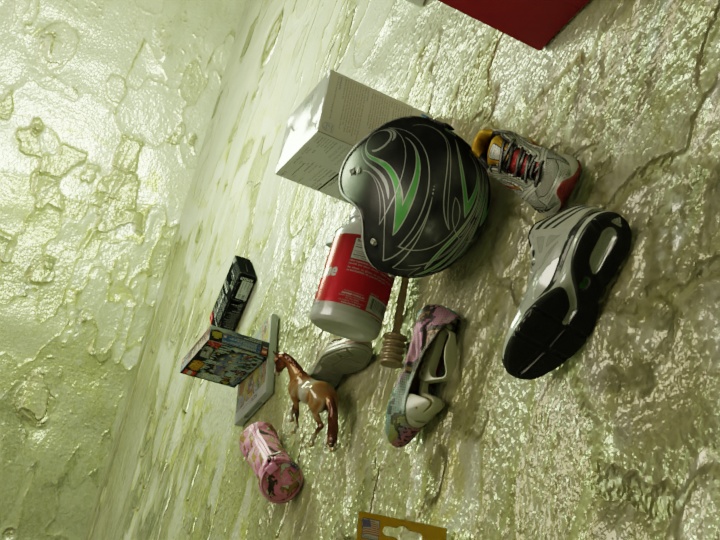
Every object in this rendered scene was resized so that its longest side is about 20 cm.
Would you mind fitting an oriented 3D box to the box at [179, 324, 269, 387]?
[{"bbox_3d":[-0.303,0.194,1.749,0.200,0.137,0.040,-44,33,49],"label":"box"}]

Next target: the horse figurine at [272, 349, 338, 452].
[{"bbox_3d":[-0.084,0.223,1.322,0.200,0.050,0.133,23,112,52],"label":"horse figurine"}]

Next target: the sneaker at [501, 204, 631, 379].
[{"bbox_3d":[0.209,0.018,0.864,0.201,0.076,0.115,-60,15,9],"label":"sneaker"}]

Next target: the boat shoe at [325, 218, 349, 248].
[{"bbox_3d":[0.010,-0.084,1.391,0.200,0.071,0.091,-11,62,57],"label":"boat shoe"}]

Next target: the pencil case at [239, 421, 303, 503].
[{"bbox_3d":[-0.168,0.348,1.451,0.200,0.083,0.087,28,99,68],"label":"pencil case"}]

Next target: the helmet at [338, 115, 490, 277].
[{"bbox_3d":[0.080,-0.093,1.074,0.200,0.200,0.191,-55,48,35],"label":"helmet"}]

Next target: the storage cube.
[{"bbox_3d":[0.213,-0.430,1.030,0.171,0.179,0.201,-42,37,50],"label":"storage cube"}]

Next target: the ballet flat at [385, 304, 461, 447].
[{"bbox_3d":[0.088,0.144,1.049,0.071,0.069,0.201,13,85,48],"label":"ballet flat"}]

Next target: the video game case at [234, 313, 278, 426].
[{"bbox_3d":[-0.235,0.224,1.776,0.182,0.023,0.200,-48,32,44],"label":"video game case"}]

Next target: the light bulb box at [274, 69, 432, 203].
[{"bbox_3d":[-0.014,-0.215,1.364,0.198,0.200,0.125,-28,46,59],"label":"light bulb box"}]

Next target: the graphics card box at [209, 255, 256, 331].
[{"bbox_3d":[-0.341,0.073,2.100,0.200,0.051,0.126,-66,23,16],"label":"graphics card box"}]

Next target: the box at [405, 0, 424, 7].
[{"bbox_3d":[0.084,-0.636,1.578,0.153,0.106,0.200,-63,24,22],"label":"box"}]

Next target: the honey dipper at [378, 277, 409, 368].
[{"bbox_3d":[0.062,0.050,1.210,0.038,0.038,0.201,-33,41,57],"label":"honey dipper"}]

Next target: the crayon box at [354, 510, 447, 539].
[{"bbox_3d":[0.031,0.390,0.902,0.052,0.125,0.201,-38,40,54],"label":"crayon box"}]

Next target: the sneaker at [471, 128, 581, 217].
[{"bbox_3d":[0.196,-0.124,0.966,0.078,0.082,0.200,-67,24,13],"label":"sneaker"}]

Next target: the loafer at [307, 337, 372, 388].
[{"bbox_3d":[-0.037,0.141,1.328,0.200,0.072,0.063,-45,27,52],"label":"loafer"}]

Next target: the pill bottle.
[{"bbox_3d":[0.000,0.000,1.225,0.112,0.112,0.201,-21,49,62],"label":"pill bottle"}]
